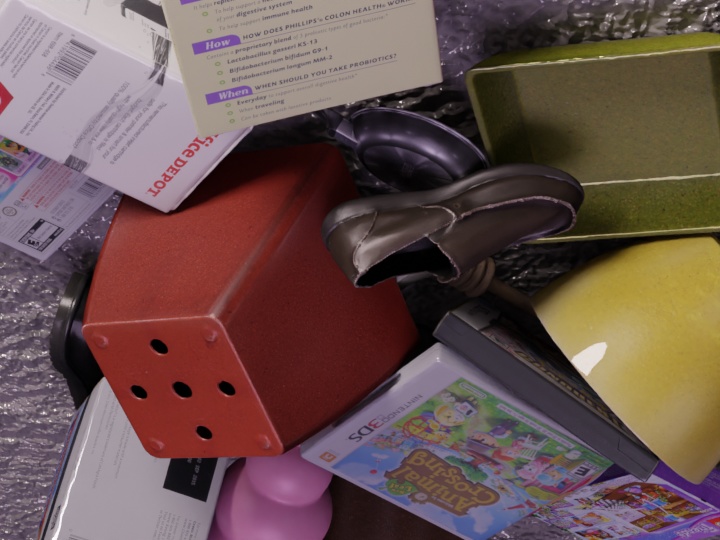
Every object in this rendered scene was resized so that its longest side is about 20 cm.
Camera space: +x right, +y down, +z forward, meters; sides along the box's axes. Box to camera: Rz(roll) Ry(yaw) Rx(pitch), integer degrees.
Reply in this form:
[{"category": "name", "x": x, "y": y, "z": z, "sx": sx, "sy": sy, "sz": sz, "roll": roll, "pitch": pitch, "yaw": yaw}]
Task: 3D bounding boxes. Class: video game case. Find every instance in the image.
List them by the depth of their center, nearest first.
[{"category": "video game case", "x": -0.295, "y": -0.090, "z": 1.517, "sx": 0.182, "sy": 0.024, "sz": 0.200, "roll": 26, "pitch": 145, "yaw": -21}, {"category": "video game case", "x": 0.157, "y": 0.091, "z": 1.522, "sx": 0.200, "sy": 0.181, "sz": 0.026, "roll": 35, "pitch": 99, "yaw": 7}, {"category": "video game case", "x": 0.081, "y": 0.149, "z": 1.562, "sx": 0.200, "sy": 0.022, "sz": 0.182, "roll": 29, "pitch": 134, "yaw": -26}]

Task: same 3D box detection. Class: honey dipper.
[{"category": "honey dipper", "x": 0.142, "y": 0.031, "z": 1.595, "sx": 0.200, "sy": 0.038, "sz": 0.038, "roll": 30, "pitch": 137, "yaw": -28}]

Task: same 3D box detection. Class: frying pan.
[{"category": "frying pan", "x": 0.011, "y": -0.104, "z": 1.413, "sx": 0.190, "sy": 0.031, "sz": 0.115, "roll": 30, "pitch": 158, "yaw": -21}]

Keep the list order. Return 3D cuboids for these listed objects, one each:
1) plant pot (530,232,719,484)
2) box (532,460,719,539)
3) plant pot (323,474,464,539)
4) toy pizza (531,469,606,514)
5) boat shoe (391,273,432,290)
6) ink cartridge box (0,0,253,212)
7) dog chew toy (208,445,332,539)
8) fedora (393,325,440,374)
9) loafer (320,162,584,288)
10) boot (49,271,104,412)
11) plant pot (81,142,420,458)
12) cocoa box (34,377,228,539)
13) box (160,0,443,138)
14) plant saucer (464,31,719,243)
[{"category": "plant pot", "x": 0.254, "y": 0.048, "z": 1.497, "sx": 0.142, "sy": 0.200, "sz": 0.200, "roll": -43, "pitch": 125, "yaw": 10}, {"category": "box", "x": 0.257, "y": 0.216, "z": 1.774, "sx": 0.137, "sy": 0.039, "sz": 0.200, "roll": 28, "pitch": 151, "yaw": -24}, {"category": "plant pot", "x": 0.019, "y": 0.305, "z": 1.782, "sx": 0.186, "sy": 0.201, "sz": 0.187, "roll": 9, "pitch": 171, "yaw": 1}, {"category": "toy pizza", "x": 0.127, "y": 0.174, "z": 1.641, "sx": 0.199, "sy": 0.032, "sz": 0.201, "roll": -5, "pitch": 146, "yaw": -3}, {"category": "boat shoe", "x": 0.000, "y": 0.000, "z": 1.565, "sx": 0.072, "sy": 0.061, "sz": 0.201, "roll": -14, "pitch": 168, "yaw": -45}, {"category": "ink cartridge box", "x": -0.189, "y": -0.146, "z": 1.390, "sx": 0.199, "sy": 0.084, "sz": 0.144, "roll": 26, "pitch": 138, "yaw": -22}, {"category": "dog chew toy", "x": -0.081, "y": 0.219, "z": 1.681, "sx": 0.124, "sy": 0.125, "sz": 0.201, "roll": 16, "pitch": 121, "yaw": -10}, {"category": "fedora", "x": 0.051, "y": 0.112, "z": 1.670, "sx": 0.176, "sy": 0.091, "sz": 0.200, "roll": -7, "pitch": 146, "yaw": 21}, {"category": "loafer", "x": 0.073, "y": -0.023, "z": 1.403, "sx": 0.199, "sy": 0.072, "sz": 0.073, "roll": -13, "pitch": 148, "yaw": -1}, {"category": "boot", "x": -0.183, "y": 0.078, "z": 1.675, "sx": 0.157, "sy": 0.080, "sz": 0.211, "roll": 10, "pitch": 154, "yaw": 9}, {"category": "plant pot", "x": -0.101, "y": 0.039, "z": 1.469, "sx": 0.199, "sy": 0.176, "sz": 0.201, "roll": -4, "pitch": 123, "yaw": 32}, {"category": "cocoa box", "x": -0.207, "y": 0.218, "z": 1.646, "sx": 0.133, "sy": 0.201, "sz": 0.131, "roll": 20, "pitch": 156, "yaw": -13}, {"category": "box", "x": -0.047, "y": -0.205, "z": 1.240, "sx": 0.175, "sy": 0.097, "sz": 0.200, "roll": -14, "pitch": 142, "yaw": -2}, {"category": "plant saucer", "x": 0.194, "y": -0.105, "z": 1.401, "sx": 0.199, "sy": 0.048, "sz": 0.200, "roll": -3, "pitch": 141, "yaw": 15}]
